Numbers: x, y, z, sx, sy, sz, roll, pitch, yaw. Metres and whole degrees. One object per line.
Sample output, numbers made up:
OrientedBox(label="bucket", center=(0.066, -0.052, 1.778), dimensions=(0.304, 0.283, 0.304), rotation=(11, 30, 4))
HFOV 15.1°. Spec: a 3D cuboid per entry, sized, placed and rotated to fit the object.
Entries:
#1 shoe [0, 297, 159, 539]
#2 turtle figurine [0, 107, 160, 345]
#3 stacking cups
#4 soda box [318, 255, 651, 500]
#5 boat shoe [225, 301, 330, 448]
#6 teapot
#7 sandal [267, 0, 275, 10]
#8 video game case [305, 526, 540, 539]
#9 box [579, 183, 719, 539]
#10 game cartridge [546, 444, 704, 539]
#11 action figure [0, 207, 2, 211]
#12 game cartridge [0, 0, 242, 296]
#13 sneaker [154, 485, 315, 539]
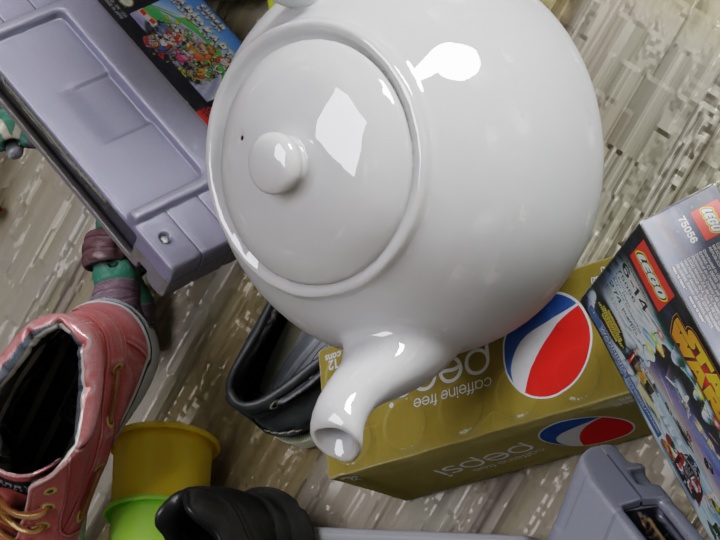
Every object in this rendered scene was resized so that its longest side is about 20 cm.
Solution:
OrientedBox(label="shoe", center=(-0.169, 0.107, 1.348), dimensions=(0.071, 0.091, 0.201), rotation=(28, 99, 14))
OrientedBox(label="turtle figurine", center=(-0.141, -0.058, 1.454), dimensions=(0.100, 0.150, 0.201), rotation=(-10, 77, 18))
OrientedBox(label="stacking cups", center=(-0.101, 0.179, 1.371), dimensions=(0.060, 0.060, 0.201), rotation=(-20, 59, 34))
OrientedBox(label="soda box", center=(0.077, 0.051, 1.273), dimensions=(0.199, 0.064, 0.068), rotation=(-19, 65, 35))
OrientedBox(label="boat shoe", center=(-0.001, -0.001, 1.353), dimensions=(0.200, 0.066, 0.075), rotation=(-50, 51, 16))
OrientedBox(label="teapot", center=(0.001, -0.054, 1.204), dimensions=(0.200, 0.146, 0.198), rotation=(42, 114, 28))
OrientedBox(label="sandal", center=(0.017, -0.127, 1.374), dimensions=(0.200, 0.087, 0.080), rotation=(14, 111, 60))
OrientedBox(label="video game case", center=(-0.004, 0.216, 1.318), dimensions=(0.199, 0.022, 0.183), rotation=(-2, 75, 40))
OrientedBox(label="box", center=(0.163, 0.075, 1.109), dimensions=(0.040, 0.137, 0.201), rotation=(-26, 80, -12))
OrientedBox(label="game cartridge", center=(0.134, 0.188, 1.167), dimensions=(0.200, 0.041, 0.134), rotation=(52, 141, 41))
OrientedBox(label="action figure", center=(-0.233, -0.134, 1.599), dimensions=(0.065, 0.099, 0.201), rotation=(-5, 96, 36))
OrientedBox(label="game cartridge", center=(-0.111, -0.089, 1.405), dimensions=(0.200, 0.129, 0.038), rotation=(48, 147, 19))
OrientedBox(label="sneaker", center=(-0.072, 0.198, 1.306), dimensions=(0.076, 0.091, 0.201), rotation=(-17, 67, 33))
